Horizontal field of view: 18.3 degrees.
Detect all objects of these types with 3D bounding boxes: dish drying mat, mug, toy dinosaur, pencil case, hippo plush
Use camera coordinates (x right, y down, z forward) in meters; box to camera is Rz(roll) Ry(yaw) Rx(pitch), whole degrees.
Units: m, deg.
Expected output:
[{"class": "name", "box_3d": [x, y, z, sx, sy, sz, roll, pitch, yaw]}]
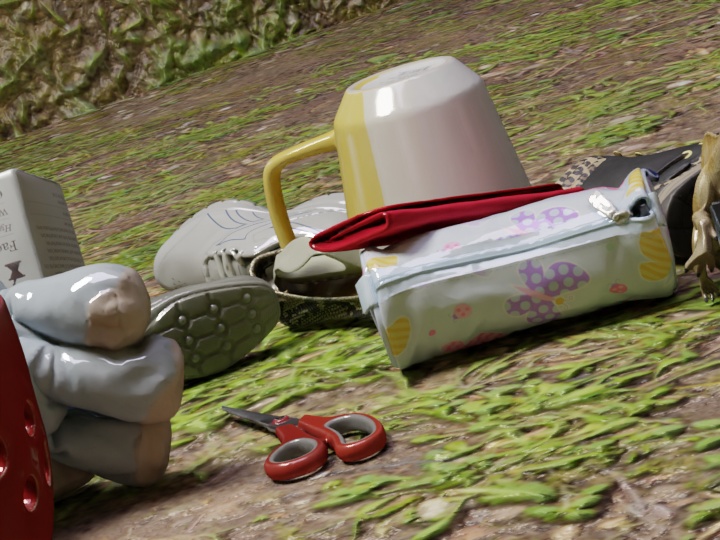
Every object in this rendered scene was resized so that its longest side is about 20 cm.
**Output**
[{"class": "dish drying mat", "box_3d": [0.060, -0.035, 1.473, 0.200, 0.018, 0.077, -10, -10, -46]}, {"class": "mug", "box_3d": [0.034, -0.066, 1.636, 0.186, 0.153, 0.149, -20, 13, -14]}, {"class": "toy dinosaur", "box_3d": [0.214, -0.046, 1.319, 0.058, 0.200, 0.101, -2, 51, -4]}, {"class": "pencil case", "box_3d": [0.100, -0.001, 1.406, 0.200, 0.083, 0.091, -16, -5, 8]}, {"class": "hippo plush", "box_3d": [-0.203, 0.075, 1.270, 0.159, 0.200, 0.161, -32, 12, 32]}]

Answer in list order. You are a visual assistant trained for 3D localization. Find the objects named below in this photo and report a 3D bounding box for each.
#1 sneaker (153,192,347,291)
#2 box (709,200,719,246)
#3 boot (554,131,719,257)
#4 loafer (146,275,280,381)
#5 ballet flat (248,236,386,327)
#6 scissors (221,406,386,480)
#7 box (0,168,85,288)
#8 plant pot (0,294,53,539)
[{"class": "sneaker", "box_3d": [-0.082, -0.015, 1.770, 0.200, 0.075, 0.087, -12, 18, 26]}, {"class": "box", "box_3d": [0.274, 0.002, 1.143, 0.164, 0.086, 0.200, -16, 12, 9]}, {"class": "boot", "box_3d": [0.233, -0.063, 1.552, 0.200, 0.073, 0.151, -31, 17, -33]}, {"class": "loafer", "box_3d": [-0.154, 0.051, 1.560, 0.200, 0.070, 0.070, -20, 21, -14]}, {"class": "ballet flat", "box_3d": [0.000, 0.000, 1.561, 0.200, 0.075, 0.068, -8, 54, 39]}, {"class": "scissors", "box_3d": [-0.036, 0.093, 1.345, 0.073, 0.014, 0.200, -21, 11, -9]}, {"class": "box", "box_3d": [-0.321, 0.016, 1.713, 0.199, 0.131, 0.200, -17, -1, 2]}, {"class": "plant pot", "box_3d": [-0.237, 0.123, 1.059, 0.200, 0.183, 0.200, -16, 11, 3]}]
